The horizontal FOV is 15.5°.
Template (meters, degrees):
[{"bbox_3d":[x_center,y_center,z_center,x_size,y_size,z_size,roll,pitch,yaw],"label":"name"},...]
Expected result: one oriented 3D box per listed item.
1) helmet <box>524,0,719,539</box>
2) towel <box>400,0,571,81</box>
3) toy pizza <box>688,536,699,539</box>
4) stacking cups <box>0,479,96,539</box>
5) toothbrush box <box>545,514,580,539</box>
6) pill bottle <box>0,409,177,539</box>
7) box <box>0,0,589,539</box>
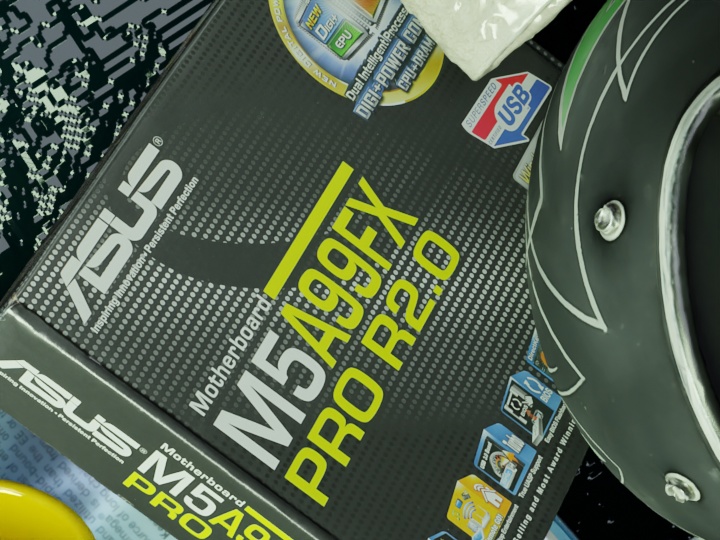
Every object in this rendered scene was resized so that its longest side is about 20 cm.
[{"bbox_3d":[0.139,-0.017,0.711,0.190,0.200,0.200,-28,90,22],"label":"helmet"},{"bbox_3d":[0.056,-0.166,0.725,0.133,0.034,0.200,48,113,7],"label":"towel"},{"bbox_3d":[0.149,0.166,0.781,0.199,0.032,0.201,0,88,-6],"label":"toy pizza"},{"bbox_3d":[-0.112,0.153,0.745,0.060,0.061,0.200,9,124,-3],"label":"stacking cups"},{"bbox_3d":[0.012,0.171,0.828,0.200,0.085,0.146,-41,92,-2],"label":"toothbrush box"},{"bbox_3d":[-0.101,0.082,0.812,0.200,0.109,0.109,-41,91,-4],"label":"pill bottle"},{"bbox_3d":[0.000,0.000,0.763,0.160,0.044,0.200,38,50,-8],"label":"box"}]
